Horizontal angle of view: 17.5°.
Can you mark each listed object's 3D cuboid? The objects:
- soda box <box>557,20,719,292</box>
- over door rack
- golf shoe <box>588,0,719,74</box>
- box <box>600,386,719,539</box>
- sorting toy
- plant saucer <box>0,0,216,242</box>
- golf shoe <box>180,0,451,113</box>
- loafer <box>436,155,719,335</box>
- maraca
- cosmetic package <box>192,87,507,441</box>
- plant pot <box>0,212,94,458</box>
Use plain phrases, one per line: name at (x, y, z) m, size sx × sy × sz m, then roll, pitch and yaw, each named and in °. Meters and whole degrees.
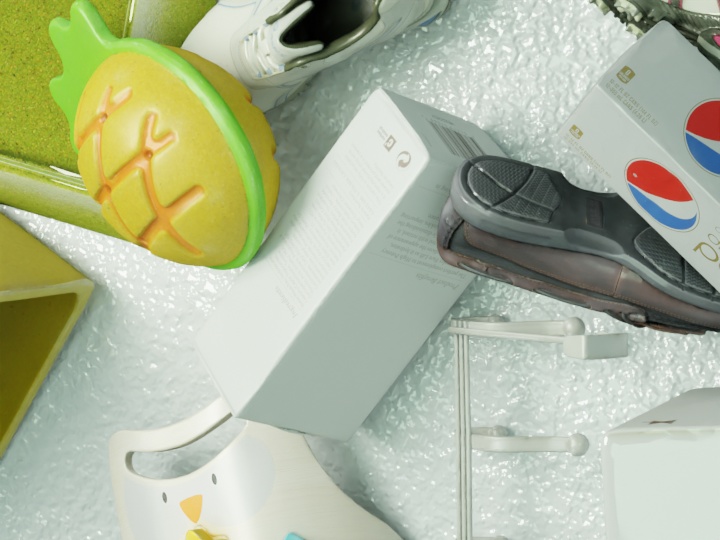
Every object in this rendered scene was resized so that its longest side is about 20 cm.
soda box at (0.205, -0.037, 1.260) m, size 0.200 × 0.064 × 0.068 m, roll 44°, pitch 155°, yaw 4°
over door rack at (0.109, 0.103, 1.308) m, size 0.200 × 0.066 × 0.149 m, roll -174°, pitch 81°, yaw -70°
golf shoe at (0.187, -0.161, 1.301) m, size 0.200 × 0.077 × 0.088 m, roll 37°, pitch 91°, yaw 15°
box at (0.244, 0.151, 1.209) m, size 0.199 × 0.199 × 0.173 m, roll -4°, pitch 92°, yaw 21°
sorting toy at (-0.083, 0.170, 1.431) m, size 0.199 × 0.107 × 0.181 m, roll -23°, pitch 82°, yaw 26°
plant saucer at (-0.199, -0.131, 1.498) m, size 0.199 × 0.048 × 0.201 m, roll 16°, pitch 101°, yaw 24°
golf shoe at (-0.046, -0.143, 1.391) m, size 0.199 × 0.097 × 0.079 m, roll -27°, pitch 93°, yaw 27°
loafer at (0.138, -0.005, 1.311) m, size 0.199 × 0.072 × 0.063 m, roll 20°, pitch 132°, yaw -5°
maraca at (-0.123, -0.080, 1.384) m, size 0.200 × 0.107 × 0.138 m, roll 39°, pitch 138°, yaw 31°
cosmetic package at (0.000, 0.000, 1.371) m, size 0.200 × 0.101 × 0.074 m, roll -51°, pitch 49°, yaw 20°
plant pot at (-0.332, 0.028, 1.497) m, size 0.200 × 0.195 × 0.195 m, roll 43°, pitch 116°, yaw 24°
